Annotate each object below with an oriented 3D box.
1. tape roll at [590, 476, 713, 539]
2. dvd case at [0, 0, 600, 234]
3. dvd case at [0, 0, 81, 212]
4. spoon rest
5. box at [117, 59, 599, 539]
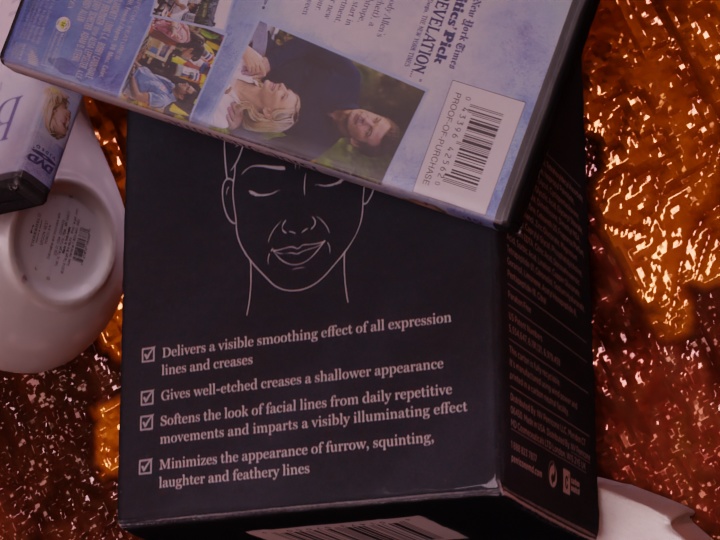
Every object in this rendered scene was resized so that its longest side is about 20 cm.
[{"bbox_3d":[0.068,0.176,0.817,0.202,0.037,0.204,-1,87,24],"label":"tape roll"},{"bbox_3d":[-0.014,-0.109,0.746,0.199,0.018,0.143,19,85,18],"label":"dvd case"},{"bbox_3d":[-0.147,-0.106,0.859,0.142,0.018,0.201,-9,56,40],"label":"dvd case"},{"bbox_3d":[-0.124,-0.056,0.893,0.060,0.099,0.201,3,74,51],"label":"spoon rest"},{"bbox_3d":[0.000,0.000,0.797,0.148,0.107,0.201,-7,72,23],"label":"box"}]
